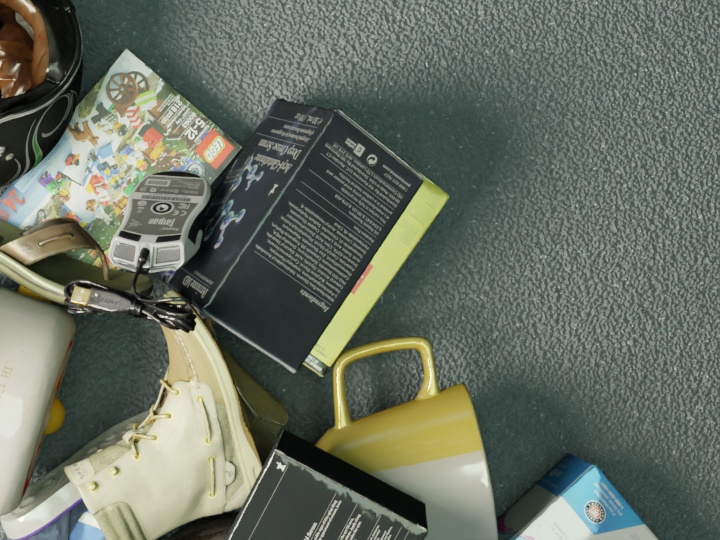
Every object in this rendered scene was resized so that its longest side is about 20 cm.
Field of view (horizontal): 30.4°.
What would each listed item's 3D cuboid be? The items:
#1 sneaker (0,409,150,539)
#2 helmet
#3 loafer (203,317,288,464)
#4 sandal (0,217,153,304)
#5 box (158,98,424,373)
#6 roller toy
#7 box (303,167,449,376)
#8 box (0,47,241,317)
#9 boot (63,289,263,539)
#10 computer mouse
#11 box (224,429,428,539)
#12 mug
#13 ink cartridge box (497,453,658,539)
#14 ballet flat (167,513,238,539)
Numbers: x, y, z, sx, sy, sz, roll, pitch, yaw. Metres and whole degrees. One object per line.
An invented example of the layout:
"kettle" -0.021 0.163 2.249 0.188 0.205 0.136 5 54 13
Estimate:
"sneaker" -0.207 0.227 1.189 0.199 0.081 0.147 -32 110 -16
"helmet" -0.333 -0.154 1.096 0.199 0.190 0.201 14 63 -28
"loafer" -0.105 0.125 1.200 0.067 0.076 0.201 -25 103 -10
"sandal" -0.269 -0.021 1.118 0.200 0.080 0.058 24 106 -5
"box" -0.064 -0.036 1.150 0.107 0.148 0.201 35 85 -25
"roller toy" -0.316 0.104 1.109 0.139 0.200 0.183 18 110 -9
"box" 0.000 0.000 1.210 0.050 0.075 0.200 37 87 -8
"box" -0.222 -0.078 1.190 0.136 0.038 0.200 40 85 -7
"boot" -0.176 0.131 1.105 0.154 0.072 0.201 -23 107 -14
"computer mouse" -0.169 -0.016 1.106 0.109 0.200 0.044 4 126 8
"box" -0.052 0.255 1.088 0.141 0.079 0.201 28 97 -4
"mug" 0.032 0.174 1.201 0.152 0.150 0.187 -11 60 0
"ink cartridge box" 0.179 0.294 1.240 0.200 0.085 0.145 -41 97 -7
"ballet flat" -0.149 0.258 1.152 0.067 0.200 0.047 2 102 32
